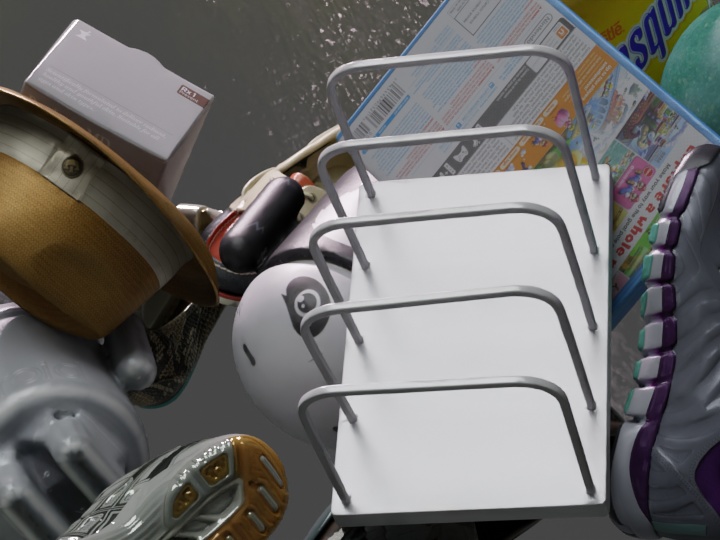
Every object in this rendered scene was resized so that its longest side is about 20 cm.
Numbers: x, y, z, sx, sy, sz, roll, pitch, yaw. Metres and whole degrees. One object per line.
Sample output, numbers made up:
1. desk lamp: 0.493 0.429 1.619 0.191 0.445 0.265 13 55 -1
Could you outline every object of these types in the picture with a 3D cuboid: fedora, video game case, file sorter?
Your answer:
1. fedora: -0.175 -0.022 1.256 0.200 0.201 0.082 18 65 48
2. video game case: 0.095 -0.065 1.199 0.200 0.018 0.143 45 100 27
3. file sorter: 0.047 0.007 1.080 0.137 0.125 0.202 -4 57 14

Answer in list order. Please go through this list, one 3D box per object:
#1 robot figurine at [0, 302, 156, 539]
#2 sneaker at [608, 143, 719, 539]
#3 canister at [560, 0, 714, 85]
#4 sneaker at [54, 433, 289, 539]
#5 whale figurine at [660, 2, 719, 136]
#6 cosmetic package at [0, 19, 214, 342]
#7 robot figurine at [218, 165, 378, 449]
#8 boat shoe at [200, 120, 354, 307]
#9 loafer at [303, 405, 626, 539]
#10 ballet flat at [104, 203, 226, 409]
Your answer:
1. robot figurine: -0.190 0.090 1.280 0.169 0.113 0.200 -35 31 -4
2. sneaker: 0.185 0.040 1.093 0.087 0.202 0.074 9 -2 28
3. canister: 0.157 -0.128 1.327 0.148 0.201 0.086 -37 33 -26
4. sneaker: -0.129 0.157 1.142 0.199 0.076 0.088 -32 12 -20
5. whale figurine: 0.242 -0.117 1.296 0.103 0.160 0.200 26 32 13
6. cosmetic package: -0.180 -0.046 1.396 0.106 0.201 0.090 27 43 2
7. robot figurine: 0.009 0.013 1.268 0.149 0.126 0.200 3 37 35
8. boat shoe: -0.042 -0.039 1.403 0.071 0.063 0.200 33 37 16
9. loafer: 0.056 0.119 1.125 0.199 0.072 0.063 -33 37 -23
10. ballet flat: -0.112 0.004 1.411 0.067 0.076 0.200 -6 33 26
